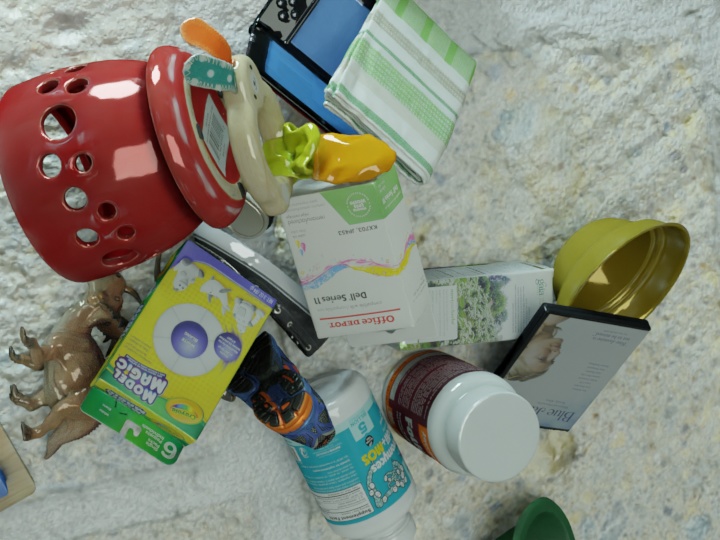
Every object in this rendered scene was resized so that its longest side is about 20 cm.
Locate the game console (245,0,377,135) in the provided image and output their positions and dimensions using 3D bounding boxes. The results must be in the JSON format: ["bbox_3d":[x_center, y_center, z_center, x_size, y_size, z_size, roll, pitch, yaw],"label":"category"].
[{"bbox_3d":[-0.013,-0.222,1.217,0.200,0.119,0.173,37,84,-21],"label":"game console"}]

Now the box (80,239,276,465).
[{"bbox_3d":[-0.182,0.083,1.142,0.117,0.048,0.201,34,65,-12],"label":"box"}]

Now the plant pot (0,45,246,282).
[{"bbox_3d":[-0.218,-0.109,1.082,0.181,0.201,0.202,-19,105,13],"label":"plant pot"}]

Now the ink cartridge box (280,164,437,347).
[{"bbox_3d":[0.000,0.000,1.193,0.116,0.067,0.201,-9,110,24],"label":"ink cartridge box"}]

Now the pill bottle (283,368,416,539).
[{"bbox_3d":[-0.007,0.220,1.278,0.110,0.111,0.201,-30,106,-15],"label":"pill bottle"}]

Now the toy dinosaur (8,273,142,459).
[{"bbox_3d":[-0.288,0.107,1.178,0.135,0.086,0.202,-3,103,-27],"label":"toy dinosaur"}]

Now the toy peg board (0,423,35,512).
[{"bbox_3d":[-0.452,0.194,1.117,0.199,0.098,0.200,-29,105,-14],"label":"toy peg board"}]

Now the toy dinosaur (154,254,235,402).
[{"bbox_3d":[-0.200,0.066,1.217,0.060,0.106,0.201,-18,108,14],"label":"toy dinosaur"}]

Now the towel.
[{"bbox_3d":[0.046,-0.203,1.231,0.149,0.031,0.201,41,49,-20],"label":"towel"}]

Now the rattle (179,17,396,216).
[{"bbox_3d":[-0.068,-0.154,1.069,0.131,0.142,0.201,-60,143,-45],"label":"rattle"}]

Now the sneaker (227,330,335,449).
[{"bbox_3d":[-0.085,0.131,1.193,0.075,0.200,0.078,-43,119,0],"label":"sneaker"}]

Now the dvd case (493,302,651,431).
[{"bbox_3d":[0.230,0.118,1.338,0.142,0.018,0.201,9,133,-21],"label":"dvd case"}]

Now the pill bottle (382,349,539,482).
[{"bbox_3d":[0.110,0.161,1.265,0.113,0.200,0.115,-2,97,-19],"label":"pill bottle"}]

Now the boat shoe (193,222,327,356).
[{"bbox_3d":[-0.112,0.025,1.243,0.200,0.070,0.066,39,81,-28],"label":"boat shoe"}]

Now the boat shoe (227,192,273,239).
[{"bbox_3d":[-0.168,-0.117,1.214,0.067,0.057,0.200,-36,107,25],"label":"boat shoe"}]

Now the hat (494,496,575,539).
[{"bbox_3d":[0.151,0.376,1.406,0.200,0.175,0.167,-34,109,-53],"label":"hat"}]

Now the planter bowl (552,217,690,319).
[{"bbox_3d":[0.289,-0.001,1.355,0.199,0.084,0.201,-26,143,-21],"label":"planter bowl"}]

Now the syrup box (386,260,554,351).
[{"bbox_3d":[0.120,0.039,1.318,0.199,0.081,0.079,-5,100,-20],"label":"syrup box"}]
